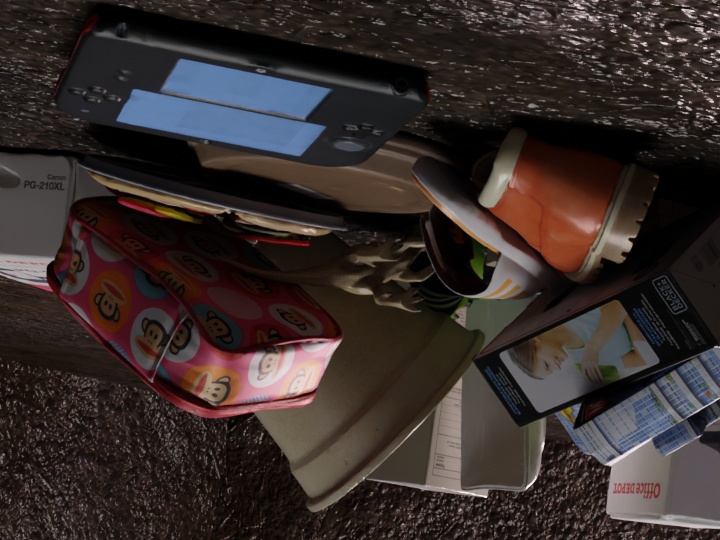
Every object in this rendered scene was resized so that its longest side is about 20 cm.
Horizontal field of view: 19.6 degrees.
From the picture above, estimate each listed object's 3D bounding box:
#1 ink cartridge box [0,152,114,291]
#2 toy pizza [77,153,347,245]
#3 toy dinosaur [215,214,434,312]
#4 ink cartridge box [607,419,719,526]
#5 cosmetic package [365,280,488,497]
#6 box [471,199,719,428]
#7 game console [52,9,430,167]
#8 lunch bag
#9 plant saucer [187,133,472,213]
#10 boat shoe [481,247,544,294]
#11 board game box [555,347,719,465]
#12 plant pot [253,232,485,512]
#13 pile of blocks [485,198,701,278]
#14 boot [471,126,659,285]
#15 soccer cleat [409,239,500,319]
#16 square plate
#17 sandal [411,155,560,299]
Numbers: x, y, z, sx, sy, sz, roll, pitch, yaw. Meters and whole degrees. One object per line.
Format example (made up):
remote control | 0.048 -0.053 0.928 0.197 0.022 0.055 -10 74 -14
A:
ink cartridge box | -0.242 -0.034 1.697 0.144 0.085 0.200 4 171 26
toy pizza | -0.108 -0.047 1.504 0.199 0.032 0.200 13 -176 -1
toy dinosaur | 0.000 0.000 1.535 0.199 0.059 0.101 -13 -168 -37
ink cartridge box | 0.267 0.103 1.664 0.084 0.201 0.145 10 172 -10
cosmetic package | 0.073 0.098 1.888 0.073 0.201 0.103 3 170 39
box | 0.179 0.026 1.378 0.200 0.060 0.117 -28 -171 49
game console | -0.074 -0.102 1.224 0.199 0.031 0.177 10 171 -14
lunch bag | -0.113 0.021 1.525 0.176 0.082 0.200 -5 -143 -49
plant saucer | -0.023 -0.070 1.422 0.199 0.030 0.200 8 173 1
boat shoe | 0.189 0.001 1.578 0.199 0.061 0.076 5 172 23
board game box | 0.212 0.072 1.422 0.199 0.062 0.200 -34 -174 20
plant pot | -0.034 0.059 1.679 0.183 0.201 0.200 45 167 -4
pile of blocks | 0.171 -0.012 1.502 0.199 0.063 0.082 1 169 44
boot | 0.121 -0.047 1.327 0.107 0.075 0.200 21 172 2
soccer cleat | 0.066 -0.003 1.722 0.081 0.068 0.200 26 167 -8
square plate | 0.122 0.083 1.737 0.028 0.201 0.198 4 173 -11
sandal | 0.066 -0.021 1.375 0.079 0.059 0.206 52 -170 27
